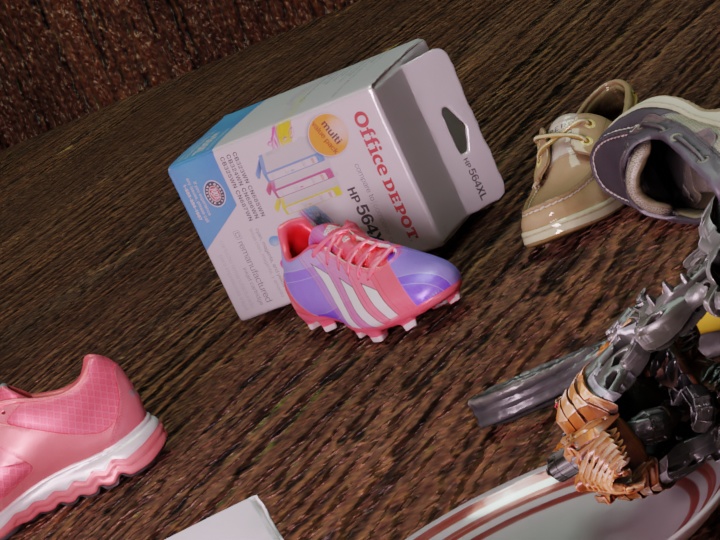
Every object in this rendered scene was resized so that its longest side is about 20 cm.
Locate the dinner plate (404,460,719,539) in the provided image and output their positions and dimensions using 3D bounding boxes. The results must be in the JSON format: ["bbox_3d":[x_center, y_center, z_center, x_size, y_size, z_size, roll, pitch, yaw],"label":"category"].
[{"bbox_3d":[0.076,0.125,1.208,0.199,0.024,0.200,-24,12,5],"label":"dinner plate"}]

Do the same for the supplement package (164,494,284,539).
[{"bbox_3d":[-0.095,0.190,1.029,0.199,0.122,0.120,-26,10,-5],"label":"supplement package"}]

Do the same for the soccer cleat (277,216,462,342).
[{"bbox_3d":[0.000,0.000,1.830,0.067,0.077,0.200,-30,11,-22],"label":"soccer cleat"}]

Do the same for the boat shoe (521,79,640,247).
[{"bbox_3d":[0.147,-0.074,1.871,0.074,0.067,0.200,-20,12,27],"label":"boat shoe"}]

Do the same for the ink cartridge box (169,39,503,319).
[{"bbox_3d":[-0.010,-0.071,2.009,0.199,0.129,0.125,-21,12,26],"label":"ink cartridge box"}]

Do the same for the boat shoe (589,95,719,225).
[{"bbox_3d":[0.192,-0.064,1.721,0.065,0.072,0.200,-25,15,-23],"label":"boat shoe"}]

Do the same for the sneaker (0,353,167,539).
[{"bbox_3d":[-0.226,0.119,1.756,0.199,0.087,0.074,-27,10,-7],"label":"sneaker"}]

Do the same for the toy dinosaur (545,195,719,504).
[{"bbox_3d":[0.132,0.059,1.179,0.136,0.102,0.200,-37,25,20],"label":"toy dinosaur"}]

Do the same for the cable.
[{"bbox_3d":[0.147,0.026,1.442,0.199,0.051,0.097,-18,12,31],"label":"cable"}]
